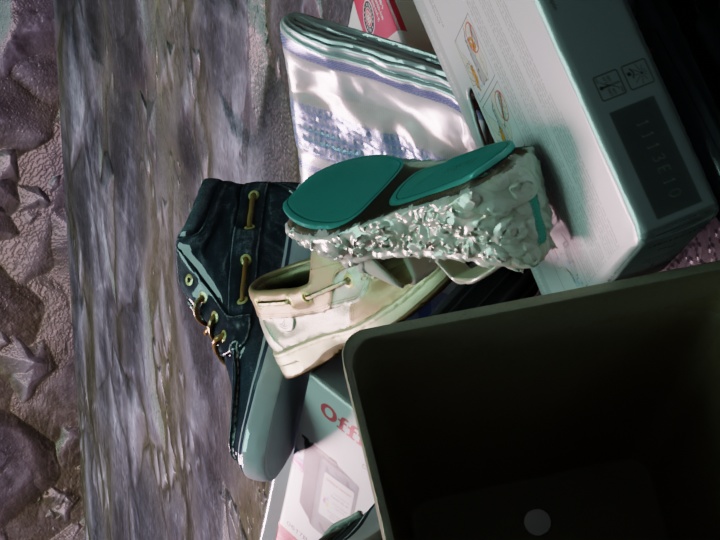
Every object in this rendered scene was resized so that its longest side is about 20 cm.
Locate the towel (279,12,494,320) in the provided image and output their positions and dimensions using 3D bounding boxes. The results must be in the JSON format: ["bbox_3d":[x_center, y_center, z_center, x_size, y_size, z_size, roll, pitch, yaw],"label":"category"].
[{"bbox_3d":[0.020,-0.046,1.095,0.146,0.024,0.201,23,138,28],"label":"towel"}]

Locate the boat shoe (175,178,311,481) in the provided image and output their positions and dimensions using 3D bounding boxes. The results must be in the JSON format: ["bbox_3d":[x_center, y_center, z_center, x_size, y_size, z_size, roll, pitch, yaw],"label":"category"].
[{"bbox_3d":[-0.075,0.034,1.209,0.071,0.090,0.202,73,-156,-61],"label":"boat shoe"}]

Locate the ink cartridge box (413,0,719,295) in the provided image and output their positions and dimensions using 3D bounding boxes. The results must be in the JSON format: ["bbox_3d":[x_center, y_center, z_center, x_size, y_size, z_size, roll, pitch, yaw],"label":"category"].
[{"bbox_3d":[0.090,-0.086,0.915,0.174,0.043,0.201,111,138,-75],"label":"ink cartridge box"}]

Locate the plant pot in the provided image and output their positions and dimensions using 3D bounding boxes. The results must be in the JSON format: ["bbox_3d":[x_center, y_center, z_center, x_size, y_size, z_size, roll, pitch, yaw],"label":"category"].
[{"bbox_3d":[0.103,0.134,0.905,0.177,0.198,0.202,97,161,-68],"label":"plant pot"}]

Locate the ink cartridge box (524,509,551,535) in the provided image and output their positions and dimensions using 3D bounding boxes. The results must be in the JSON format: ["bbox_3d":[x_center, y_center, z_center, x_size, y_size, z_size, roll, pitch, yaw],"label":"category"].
[{"bbox_3d":[0.108,0.248,1.085,0.201,0.087,0.146,97,159,-43],"label":"ink cartridge box"}]

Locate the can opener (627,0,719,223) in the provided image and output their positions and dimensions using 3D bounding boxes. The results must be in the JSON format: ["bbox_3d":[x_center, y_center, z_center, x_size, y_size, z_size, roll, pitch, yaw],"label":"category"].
[{"bbox_3d":[0.147,-0.101,0.865,0.079,0.063,0.202,117,143,-61],"label":"can opener"}]

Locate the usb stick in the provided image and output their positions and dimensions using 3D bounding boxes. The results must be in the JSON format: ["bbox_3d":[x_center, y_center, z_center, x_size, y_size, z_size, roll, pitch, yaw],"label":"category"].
[{"bbox_3d":[0.063,0.020,1.016,0.032,0.200,0.056,35,137,10],"label":"usb stick"}]

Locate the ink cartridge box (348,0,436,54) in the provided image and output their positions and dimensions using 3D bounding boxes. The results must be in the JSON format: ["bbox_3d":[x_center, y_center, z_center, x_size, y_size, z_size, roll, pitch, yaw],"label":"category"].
[{"bbox_3d":[0.043,-0.081,1.183,0.201,0.084,0.146,104,154,-49],"label":"ink cartridge box"}]

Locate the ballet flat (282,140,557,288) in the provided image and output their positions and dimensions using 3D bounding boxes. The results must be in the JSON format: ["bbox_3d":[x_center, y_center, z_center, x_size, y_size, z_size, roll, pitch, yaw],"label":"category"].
[{"bbox_3d":[0.027,-0.020,0.963,0.199,0.071,0.073,-1,95,60],"label":"ballet flat"}]

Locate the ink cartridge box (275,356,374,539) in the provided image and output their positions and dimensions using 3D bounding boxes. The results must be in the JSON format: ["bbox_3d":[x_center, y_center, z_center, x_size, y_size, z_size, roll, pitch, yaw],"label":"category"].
[{"bbox_3d":[0.031,0.144,1.202,0.147,0.085,0.201,36,142,21],"label":"ink cartridge box"}]

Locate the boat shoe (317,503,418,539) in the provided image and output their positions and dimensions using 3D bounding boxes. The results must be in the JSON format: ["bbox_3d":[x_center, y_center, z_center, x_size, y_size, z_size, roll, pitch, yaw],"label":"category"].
[{"bbox_3d":[0.000,0.165,1.002,0.074,0.068,0.199,68,-162,-3],"label":"boat shoe"}]

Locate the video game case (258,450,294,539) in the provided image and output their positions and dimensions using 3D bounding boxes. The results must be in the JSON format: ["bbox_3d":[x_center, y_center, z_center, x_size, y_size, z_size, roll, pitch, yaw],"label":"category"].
[{"bbox_3d":[-0.014,0.114,1.342,0.182,0.023,0.201,-51,-18,-43],"label":"video game case"}]

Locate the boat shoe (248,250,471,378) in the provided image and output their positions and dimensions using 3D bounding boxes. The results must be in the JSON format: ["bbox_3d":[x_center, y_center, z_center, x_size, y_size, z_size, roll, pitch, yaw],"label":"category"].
[{"bbox_3d":[0.000,0.000,1.076,0.200,0.074,0.067,-32,95,46],"label":"boat shoe"}]
